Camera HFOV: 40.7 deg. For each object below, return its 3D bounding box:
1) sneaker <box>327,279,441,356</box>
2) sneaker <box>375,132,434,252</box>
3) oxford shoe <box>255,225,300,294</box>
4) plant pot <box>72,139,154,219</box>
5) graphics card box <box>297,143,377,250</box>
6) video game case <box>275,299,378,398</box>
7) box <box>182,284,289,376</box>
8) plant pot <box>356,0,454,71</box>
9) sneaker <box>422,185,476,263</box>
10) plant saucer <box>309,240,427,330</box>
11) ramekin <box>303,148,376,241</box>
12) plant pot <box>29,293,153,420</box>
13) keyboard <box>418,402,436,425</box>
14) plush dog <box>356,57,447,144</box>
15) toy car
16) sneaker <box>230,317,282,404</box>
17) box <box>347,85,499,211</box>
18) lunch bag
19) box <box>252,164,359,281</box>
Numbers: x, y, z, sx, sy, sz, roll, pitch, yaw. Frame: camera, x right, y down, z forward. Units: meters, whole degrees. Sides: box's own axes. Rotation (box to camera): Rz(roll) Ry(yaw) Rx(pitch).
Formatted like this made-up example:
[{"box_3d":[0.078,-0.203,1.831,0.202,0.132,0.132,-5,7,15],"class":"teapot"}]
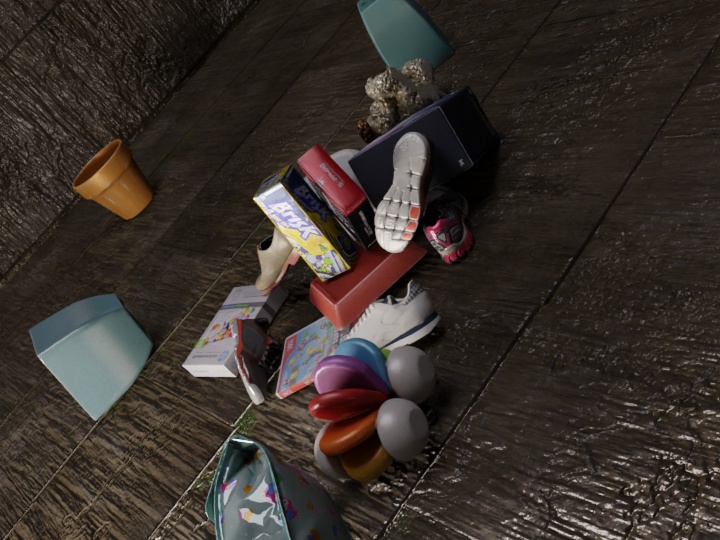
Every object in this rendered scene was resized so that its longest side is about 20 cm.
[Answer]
[{"box_3d":[0.024,0.090,1.492,0.200,0.081,0.076,-31,8,16],"class":"sneaker"},{"box_3d":[0.086,-0.125,1.585,0.077,0.082,0.201,24,108,23],"class":"sneaker"},{"box_3d":[-0.161,-0.027,1.801,0.200,0.075,0.071,-50,15,46],"class":"oxford shoe"},{"box_3d":[-0.726,-0.259,2.914,0.200,0.183,0.200,-33,28,20],"class":"plant pot"},{"box_3d":[-0.029,-0.119,1.625,0.051,0.200,0.125,-41,69,-4],"class":"graphics card box"},{"box_3d":[-0.055,0.124,1.641,0.200,0.017,0.143,-30,30,25],"class":"video game case"},{"box_3d":[-0.243,0.115,1.884,0.156,0.041,0.200,-6,46,50],"class":"box"},{"box_3d":[0.089,-0.545,2.196,0.141,0.200,0.142,-36,29,14],"class":"plant pot"},{"box_3d":[0.139,-0.096,1.628,0.081,0.075,0.200,-37,27,14],"class":"sneaker"},{"box_3d":[0.000,0.000,1.696,0.200,0.037,0.200,-43,22,-4],"class":"plant saucer"},{"box_3d":[-0.039,-0.147,1.909,0.200,0.105,0.200,-32,29,21],"class":"ramekin"},{"box_3d":[-0.570,0.163,2.107,0.200,0.196,0.196,-39,26,-10],"class":"plant pot"},{"box_3d":[0.056,0.180,1.410,0.127,0.021,0.200,-52,28,-4],"class":"keyboard"},{"box_3d":[0.080,-0.326,2.005,0.172,0.161,0.200,-39,-4,41],"class":"plush dog"},{"box_3d":[-0.002,0.177,1.316,0.175,0.150,0.200,-28,35,37],"class":"toy car"},{"box_3d":[-0.178,0.147,1.716,0.082,0.077,0.200,-16,43,-3],"class":"sneaker"},{"box_3d":[0.114,-0.214,1.709,0.200,0.123,0.198,-28,9,28],"class":"box"},{"box_3d":[-0.100,0.315,1.218,0.122,0.170,0.200,-37,46,14],"class":"lunch bag"},{"box_3d":[-0.092,-0.081,1.680,0.070,0.200,0.064,-25,26,32],"class":"box"}]
